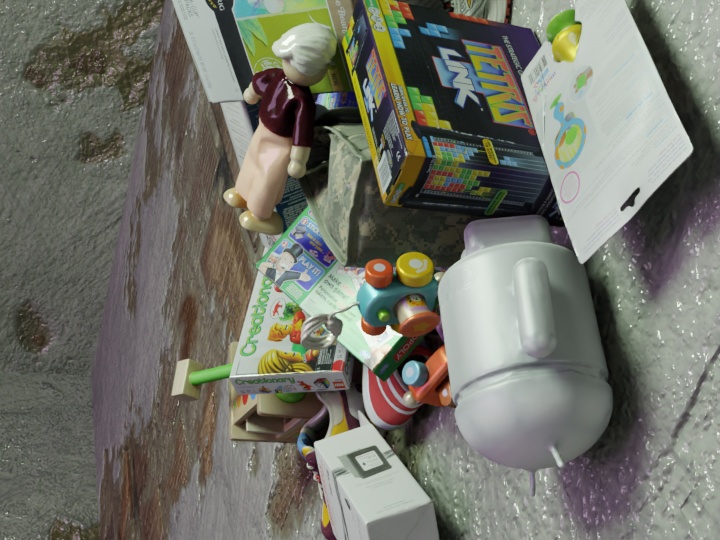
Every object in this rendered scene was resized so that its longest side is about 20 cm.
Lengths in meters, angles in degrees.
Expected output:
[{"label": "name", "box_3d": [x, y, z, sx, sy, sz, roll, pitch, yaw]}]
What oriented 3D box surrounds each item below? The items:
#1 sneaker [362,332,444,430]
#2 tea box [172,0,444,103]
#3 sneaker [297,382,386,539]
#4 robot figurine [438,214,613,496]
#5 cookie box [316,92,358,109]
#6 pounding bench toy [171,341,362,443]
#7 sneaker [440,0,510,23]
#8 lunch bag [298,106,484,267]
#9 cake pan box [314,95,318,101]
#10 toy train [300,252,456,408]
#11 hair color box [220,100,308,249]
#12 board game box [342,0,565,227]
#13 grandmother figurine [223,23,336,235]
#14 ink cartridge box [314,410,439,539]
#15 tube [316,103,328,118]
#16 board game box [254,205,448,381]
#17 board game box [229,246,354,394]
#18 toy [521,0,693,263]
[{"label": "sneaker", "box_3d": [0.035, 0.051, 1.003, 0.112, 0.071, 0.200, 130, 133, -61]}, {"label": "tea box", "box_3d": [-0.040, -0.267, 0.970, 0.196, 0.200, 0.134, 1, 122, 32]}, {"label": "sneaker", "box_3d": [-0.034, 0.214, 1.107, 0.075, 0.090, 0.200, -132, 52, -62]}, {"label": "robot figurine", "box_3d": [0.119, 0.059, 0.728, 0.170, 0.113, 0.200, 78, -175, -61]}, {"label": "cookie box", "box_3d": [0.004, -0.146, 1.127, 0.200, 0.075, 0.171, -114, 35, -53]}, {"label": "pounding bench toy", "box_3d": [-0.113, 0.126, 1.181, 0.156, 0.200, 0.124, 135, 137, -59]}, {"label": "sneaker", "box_3d": [0.093, -0.271, 0.927, 0.078, 0.082, 0.200, -146, 63, -66]}, {"label": "lunch bag", "box_3d": [0.039, -0.085, 0.901, 0.200, 0.164, 0.118, -128, 43, -60]}, {"label": "cake pan box", "box_3d": [-0.068, -0.306, 1.254, 0.200, 0.052, 0.184, -28, -46, -65]}, {"label": "toy train", "box_3d": [0.054, 0.065, 0.838, 0.150, 0.200, 0.056, -47, 45, 19]}, {"label": "hair color box", "box_3d": [-0.092, -0.114, 1.083, 0.100, 0.060, 0.200, 36, 144, 60]}, {"label": "board game box", "box_3d": [0.084, -0.131, 0.798, 0.057, 0.165, 0.200, 115, 152, -44]}, {"label": "grandmother figurine", "box_3d": [-0.072, -0.135, 0.900, 0.121, 0.061, 0.200, 48, 131, 27]}, {"label": "ink cartridge box", "box_3d": [0.011, 0.233, 0.973, 0.200, 0.067, 0.116, -139, 36, -64]}, {"label": "tube", "box_3d": [-0.084, -0.151, 1.184, 0.200, 0.052, 0.058, 159, 115, -68]}, {"label": "board game box", "box_3d": [0.000, 0.000, 0.971, 0.135, 0.029, 0.200, -48, 51, -4]}, {"label": "board game box", "box_3d": [-0.062, 0.048, 1.101, 0.200, 0.126, 0.035, -81, -20, -44]}, {"label": "toy", "box_3d": [0.179, -0.112, 0.707, 0.115, 0.047, 0.200, -54, 36, 41]}]
